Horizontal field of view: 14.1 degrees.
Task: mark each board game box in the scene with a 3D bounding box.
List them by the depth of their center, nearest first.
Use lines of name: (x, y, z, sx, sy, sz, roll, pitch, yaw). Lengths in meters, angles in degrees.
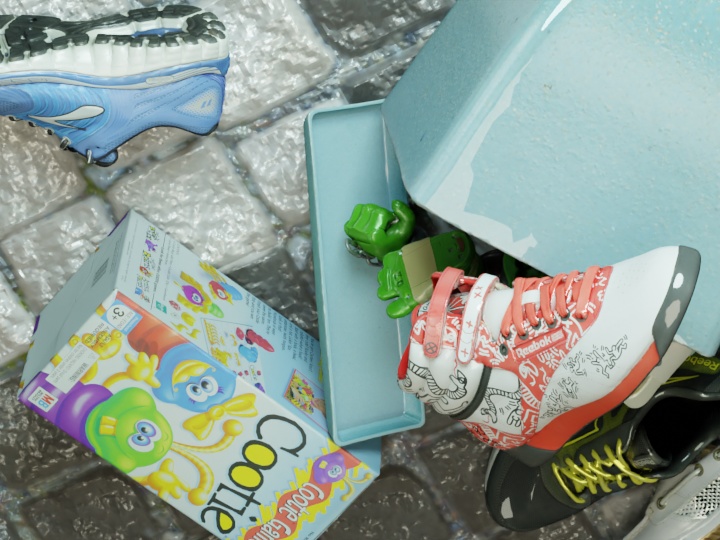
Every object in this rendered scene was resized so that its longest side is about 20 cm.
board game box: (-0.095, 0.076, 1.780, 0.200, 0.105, 0.103, 36, 114, -16)

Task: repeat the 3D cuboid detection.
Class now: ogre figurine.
ogre figurine: (0.096, 0.018, 1.688, 0.200, 0.098, 0.120, -1, 163, 32)

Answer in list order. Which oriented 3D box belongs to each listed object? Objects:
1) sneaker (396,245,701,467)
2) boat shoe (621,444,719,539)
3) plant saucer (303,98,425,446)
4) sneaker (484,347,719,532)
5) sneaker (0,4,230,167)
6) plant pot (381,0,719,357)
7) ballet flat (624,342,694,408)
sneaker: (0.091, 0.030, 1.541, 0.108, 0.067, 0.201, 29, 144, -8)
boat shoe: (0.220, 0.137, 1.831, 0.200, 0.071, 0.069, -39, 68, 35)
plant saucer: (0.000, 0.000, 1.733, 0.070, 0.019, 0.201, -11, 102, -37)
sneaker: (0.155, 0.102, 1.799, 0.200, 0.085, 0.074, -39, 110, 20)
sneaker: (-0.174, -0.098, 1.702, 0.199, 0.079, 0.089, -2, 117, 3)
plant pot: (0.151, -0.106, 1.631, 0.195, 0.196, 0.200, 28, 105, -13)
ballet flat: (0.142, 0.055, 1.762, 0.200, 0.071, 0.067, -15, 160, 23)
